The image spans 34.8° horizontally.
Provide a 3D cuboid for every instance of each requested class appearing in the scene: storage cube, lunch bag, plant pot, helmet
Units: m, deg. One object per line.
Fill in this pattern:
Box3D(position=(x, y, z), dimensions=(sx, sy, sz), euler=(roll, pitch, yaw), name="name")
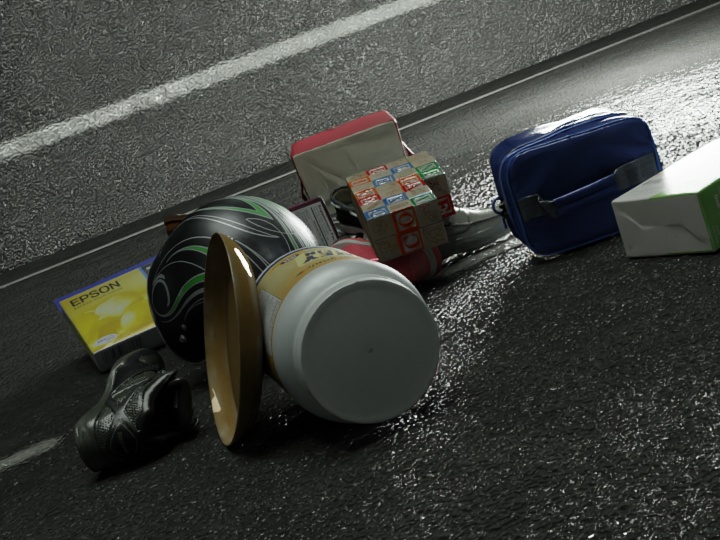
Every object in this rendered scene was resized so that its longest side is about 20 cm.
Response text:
Box3D(position=(-0.003, -0.147, 1.853), dimensions=(0.200, 0.171, 0.180), euler=(-19, 12, 2), name="storage cube")
Box3D(position=(0.246, -0.103, 1.339), dimensions=(0.200, 0.136, 0.132), euler=(-21, 12, -1), name="lunch bag")
Box3D(position=(-0.120, 0.063, 1.080), dimensions=(0.027, 0.200, 0.200), euler=(-3, 7, -15), name="plant pot")
Box3D(position=(-0.130, 0.012, 1.326), dimensions=(0.191, 0.200, 0.200), euler=(-26, 7, 31), name="helmet")

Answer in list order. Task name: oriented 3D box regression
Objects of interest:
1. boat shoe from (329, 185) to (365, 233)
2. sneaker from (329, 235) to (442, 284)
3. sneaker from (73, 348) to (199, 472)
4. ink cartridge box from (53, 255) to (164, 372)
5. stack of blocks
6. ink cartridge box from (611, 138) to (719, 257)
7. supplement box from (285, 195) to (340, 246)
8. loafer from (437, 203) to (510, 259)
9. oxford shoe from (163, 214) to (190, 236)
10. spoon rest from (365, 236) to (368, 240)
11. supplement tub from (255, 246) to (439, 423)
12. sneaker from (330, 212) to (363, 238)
Box3D(position=(0.023, -0.087, 1.603), dimensions=(0.076, 0.060, 0.200), euler=(-42, 25, -30), name="boat shoe")
Box3D(position=(0.000, 0.000, 1.435), dimensions=(0.200, 0.074, 0.087), euler=(-10, 17, 38), name="sneaker")
Box3D(position=(-0.211, 0.132, 1.190), dimensions=(0.114, 0.076, 0.199), euler=(-16, 15, 10), name="sneaker")
Box3D(position=(-0.323, 0.041, 1.650), dimensions=(0.198, 0.047, 0.200), euler=(-26, 43, -21), name="ink cartridge box")
Box3D(position=(0.055, -0.083, 1.431), dimensions=(0.115, 0.059, 0.200), euler=(-18, 21, -1), name="stack of blocks")
Box3D(position=(0.375, -0.084, 1.210), dimensions=(0.200, 0.067, 0.117), euler=(-29, 14, -32), name="ink cartridge box")
Box3D(position=(-0.141, -0.013, 1.573), dimensions=(0.200, 0.103, 0.131), euler=(-23, 0, -35), name="supplement box")
Box3D(position=(0.116, -0.054, 1.492), dimensions=(0.200, 0.070, 0.070), euler=(-22, 12, -8), name="loafer")
Box3D(position=(-0.156, -0.019, 1.445), dimensions=(0.200, 0.071, 0.071), euler=(20, -16, -18), name="oxford shoe")
Box3D(position=(0.058, -0.053, 1.649), dimensions=(0.099, 0.061, 0.200), euler=(-14, 27, 32), name="spoon rest")
Box3D(position=(-0.019, 0.056, 1.039), dimensions=(0.144, 0.145, 0.200), euler=(-23, 12, -13), name="supplement tub")
Box3D(position=(-0.096, -0.028, 1.732), dimensions=(0.200, 0.076, 0.091), euler=(-20, 21, 21), name="sneaker")
